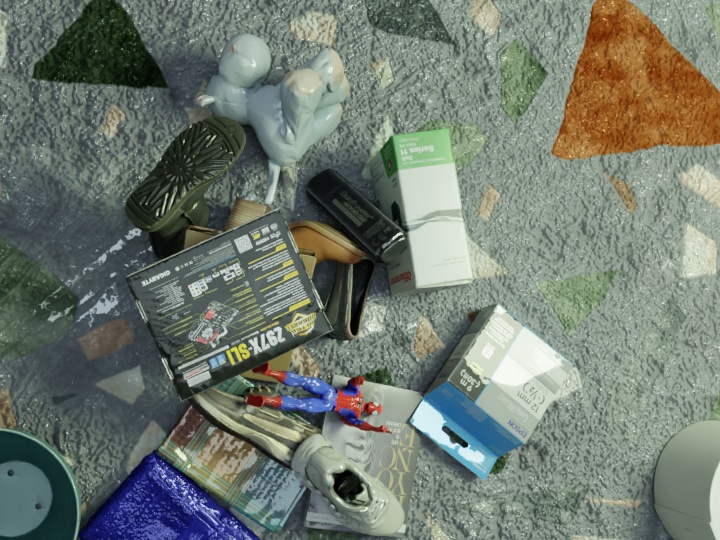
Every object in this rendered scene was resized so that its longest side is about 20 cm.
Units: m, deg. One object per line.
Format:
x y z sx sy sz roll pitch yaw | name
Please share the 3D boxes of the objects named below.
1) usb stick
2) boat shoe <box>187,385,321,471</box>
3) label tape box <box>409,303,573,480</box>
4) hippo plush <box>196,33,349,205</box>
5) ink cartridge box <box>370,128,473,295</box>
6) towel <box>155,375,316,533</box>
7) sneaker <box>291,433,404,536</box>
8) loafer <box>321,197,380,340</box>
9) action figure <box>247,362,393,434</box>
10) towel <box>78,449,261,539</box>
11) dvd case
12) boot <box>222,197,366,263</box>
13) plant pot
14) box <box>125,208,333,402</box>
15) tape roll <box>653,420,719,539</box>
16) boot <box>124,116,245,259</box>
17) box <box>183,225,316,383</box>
-0.009 -0.076 1.033 0.055 0.200 0.033 -38 136 -8 | usb stick
-0.135 0.184 0.999 0.199 0.074 0.074 38 68 -21 | boat shoe
0.183 0.170 1.088 0.143 0.066 0.201 38 72 -6 | label tape box
-0.120 -0.232 1.057 0.160 0.159 0.201 31 122 11 | hippo plush
0.079 -0.071 1.056 0.082 0.147 0.202 -8 85 -12 | ink cartridge box
-0.148 0.236 1.033 0.199 0.022 0.147 38 78 -13 | towel
-0.003 0.289 0.993 0.200 0.081 0.075 45 71 -32 | sneaker
0.000 0.000 1.067 0.071 0.063 0.202 19 84 -41 | loafer
-0.032 0.161 0.980 0.199 0.098 0.066 20 73 -40 | action figure
-0.242 0.349 1.003 0.200 0.050 0.148 42 78 -5 | towel
0.010 0.255 1.065 0.147 0.016 0.202 14 82 -20 | dvd case
-0.101 0.004 1.030 0.198 0.077 0.157 17 94 5 | boot
-0.427 0.283 0.929 0.198 0.135 0.203 1 85 -11 | plant pot
-0.153 0.038 0.924 0.198 0.049 0.161 -25 97 -7 | box
0.545 0.322 1.114 0.200 0.139 0.205 1 84 -12 | tape roll
-0.207 -0.093 0.974 0.181 0.200 0.073 -41 80 -6 | boot
-0.156 0.049 1.006 0.162 0.021 0.202 11 119 -9 | box
